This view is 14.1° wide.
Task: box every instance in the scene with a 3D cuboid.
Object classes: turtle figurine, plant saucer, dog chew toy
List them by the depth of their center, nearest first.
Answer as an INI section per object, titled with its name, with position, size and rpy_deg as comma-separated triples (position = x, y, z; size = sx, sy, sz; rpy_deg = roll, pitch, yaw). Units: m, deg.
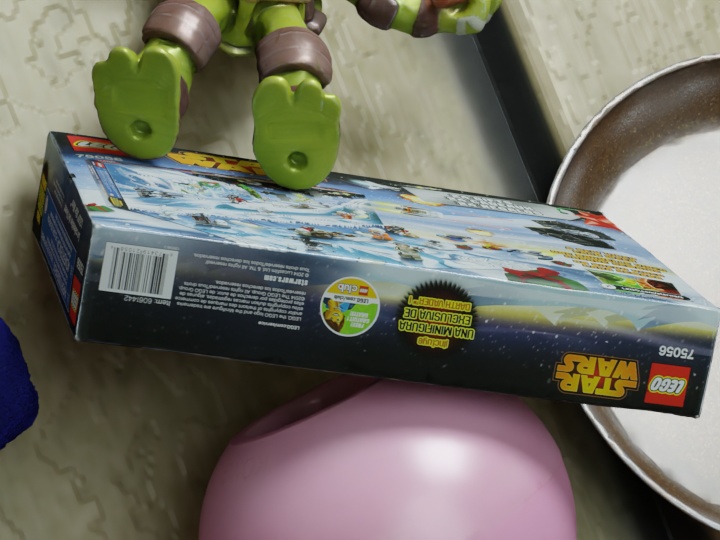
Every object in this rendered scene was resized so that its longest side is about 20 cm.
[dog chew toy]
position = 0.031, 0.130, 0.942
size = 0.124, 0.124, 0.201
rpy_deg = -29, 96, -30
[turtle figurine]
position = -0.047, -0.098, 0.989
size = 0.199, 0.065, 0.162
rpy_deg = 23, 39, -9
[plant saucer]
position = 0.157, 0.015, 1.064
size = 0.199, 0.032, 0.201
rpy_deg = 6, 65, -13

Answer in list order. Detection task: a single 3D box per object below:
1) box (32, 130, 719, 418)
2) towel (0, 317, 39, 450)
[box]
position = 0.000, 0.000, 0.937
size = 0.199, 0.137, 0.040
rpy_deg = 8, 103, -13
[towel]
position = -0.211, 0.043, 0.891
size = 0.200, 0.050, 0.148
rpy_deg = -38, 96, -28
